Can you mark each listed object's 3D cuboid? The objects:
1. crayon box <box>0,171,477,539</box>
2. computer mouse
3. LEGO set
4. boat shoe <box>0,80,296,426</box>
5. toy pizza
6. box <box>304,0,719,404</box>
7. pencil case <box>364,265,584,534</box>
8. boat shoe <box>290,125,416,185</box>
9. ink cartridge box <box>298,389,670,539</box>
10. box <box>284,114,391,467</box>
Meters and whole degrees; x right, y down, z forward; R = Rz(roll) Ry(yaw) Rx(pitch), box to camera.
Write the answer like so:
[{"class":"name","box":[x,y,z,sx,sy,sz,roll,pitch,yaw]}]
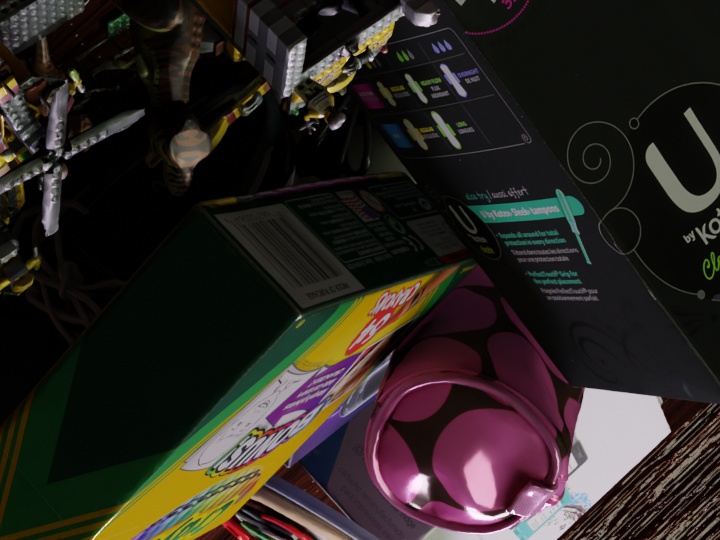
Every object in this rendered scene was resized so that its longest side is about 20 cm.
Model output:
[{"class":"crayon box","box":[-0.055,0.045,0.759,0.173,0.058,0.200,-48,168,19]},{"class":"computer mouse","box":[0.023,-0.093,0.877,0.200,0.044,0.110,-4,104,-70]},{"class":"LEGO set","box":[-0.064,-0.059,0.645,0.200,0.116,0.154,-34,161,-30]},{"class":"boat shoe","box":[-0.102,0.003,0.790,0.200,0.075,0.062,-42,166,-11]},{"class":"toy pizza","box":[-0.023,0.175,1.188,0.032,0.200,0.200,-57,167,-15]},{"class":"box","box":[0.103,-0.071,0.756,0.149,0.200,0.124,-43,-164,-18]},{"class":"pencil case","box":[0.063,0.044,0.873,0.091,0.094,0.200,-46,-174,26]},{"class":"boat shoe","box":[-0.060,0.000,0.877,0.200,0.071,0.063,-31,145,-22]},{"class":"ink cartridge box","box":[0.072,0.098,1.263,0.200,0.147,0.146,-43,147,-6]},{"class":"box","box":[0.000,0.000,1.028,0.141,0.079,0.200,-39,163,-25]}]
